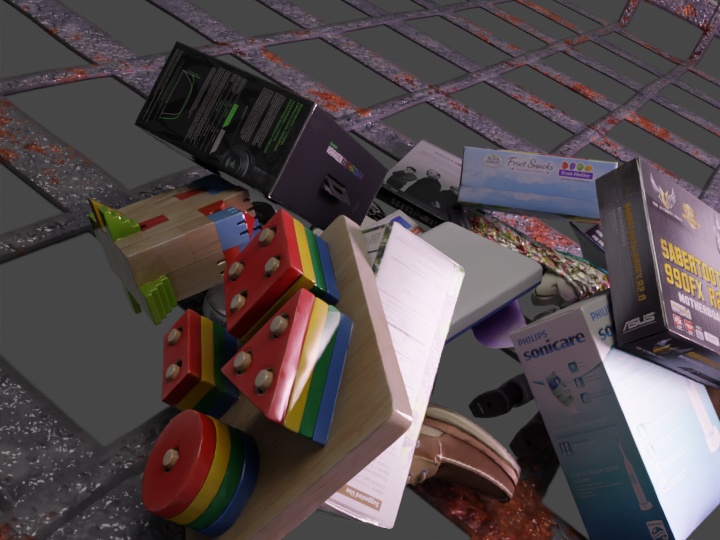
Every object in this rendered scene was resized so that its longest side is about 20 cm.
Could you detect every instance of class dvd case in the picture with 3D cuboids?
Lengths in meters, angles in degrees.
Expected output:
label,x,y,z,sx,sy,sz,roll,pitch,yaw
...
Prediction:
label,x,y,z,sx,sy,sz,roll,pitch,yaw
dvd case,0.116,-0.113,1.090,0.148,0.025,0.200,29,33,9

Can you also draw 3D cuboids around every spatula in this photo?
label,x,y,z,sx,sy,sz,roll,pitch,yaw
spatula,0.121,-0.003,0.818,0.055,0.021,0.202,-6,45,-9

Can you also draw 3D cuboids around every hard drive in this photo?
label,x,y,z,sx,sy,sz,roll,pitch,yaw
hard drive,0.057,0.019,0.737,0.198,0.026,0.131,-27,38,-32

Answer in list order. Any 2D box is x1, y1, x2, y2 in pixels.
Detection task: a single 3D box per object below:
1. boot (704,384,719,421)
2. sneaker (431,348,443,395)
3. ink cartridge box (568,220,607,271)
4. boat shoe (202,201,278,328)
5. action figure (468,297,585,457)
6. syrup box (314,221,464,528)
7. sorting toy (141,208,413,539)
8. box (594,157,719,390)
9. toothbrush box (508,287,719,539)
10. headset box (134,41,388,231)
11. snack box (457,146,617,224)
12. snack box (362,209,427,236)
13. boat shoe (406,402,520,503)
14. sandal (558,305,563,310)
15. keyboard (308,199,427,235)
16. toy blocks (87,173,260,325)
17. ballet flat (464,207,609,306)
label,x,y,z,sx,sy,sz,roll,pitch,yaw
boot,0.309,0.089,0.784,0.073,0.074,0.204,-13,81,-68
sneaker,0.043,0.039,0.785,0.088,0.068,0.202,12,35,5
ink cartridge box,0.329,0.037,0.885,0.200,0.040,0.200,50,1,34
boat shoe,-0.111,-0.025,0.791,0.071,0.067,0.201,20,33,-2
action figure,0.203,0.105,0.779,0.198,0.070,0.131,-24,69,-37
syrup box,0.001,0.075,0.578,0.081,0.078,0.204,30,66,-29
sorting toy,-0.074,0.075,0.539,0.069,0.200,0.201,33,25,-31
box,0.295,0.012,0.704,0.198,0.048,0.162,22,57,-35
toothbrush box,0.235,0.120,0.693,0.145,0.085,0.204,-16,83,-43
headset box,-0.087,-0.119,0.780,0.198,0.094,0.174,28,0,27
snack box,0.207,-0.097,0.930,0.165,0.069,0.200,9,3,12
snack box,0.000,0.000,0.827,0.072,0.025,0.199,40,48,21
boat shoe,0.031,0.143,0.646,0.197,0.076,0.075,26,63,9
sandal,0.285,0.083,0.872,0.054,0.083,0.200,-25,51,-24
keyboard,0.035,-0.011,0.904,0.198,0.040,0.105,31,57,9
toy blocks,-0.152,-0.032,0.698,0.135,0.102,0.199,-23,25,-21
ballet flat,0.187,0.001,0.875,0.197,0.076,0.064,27,64,17
